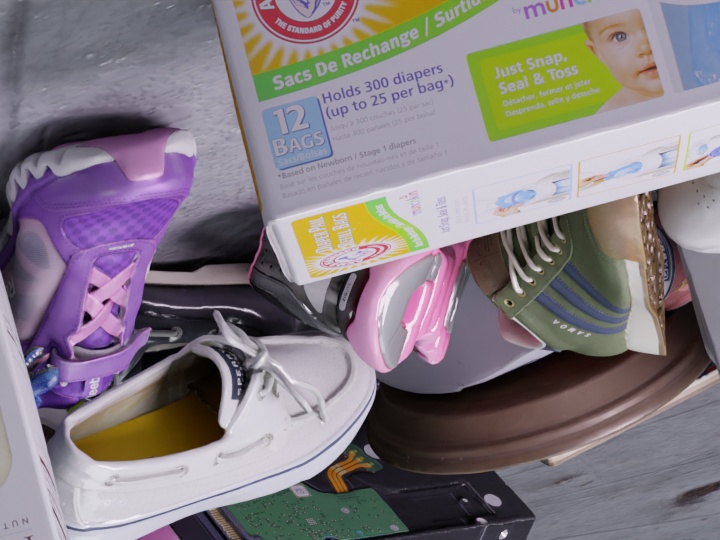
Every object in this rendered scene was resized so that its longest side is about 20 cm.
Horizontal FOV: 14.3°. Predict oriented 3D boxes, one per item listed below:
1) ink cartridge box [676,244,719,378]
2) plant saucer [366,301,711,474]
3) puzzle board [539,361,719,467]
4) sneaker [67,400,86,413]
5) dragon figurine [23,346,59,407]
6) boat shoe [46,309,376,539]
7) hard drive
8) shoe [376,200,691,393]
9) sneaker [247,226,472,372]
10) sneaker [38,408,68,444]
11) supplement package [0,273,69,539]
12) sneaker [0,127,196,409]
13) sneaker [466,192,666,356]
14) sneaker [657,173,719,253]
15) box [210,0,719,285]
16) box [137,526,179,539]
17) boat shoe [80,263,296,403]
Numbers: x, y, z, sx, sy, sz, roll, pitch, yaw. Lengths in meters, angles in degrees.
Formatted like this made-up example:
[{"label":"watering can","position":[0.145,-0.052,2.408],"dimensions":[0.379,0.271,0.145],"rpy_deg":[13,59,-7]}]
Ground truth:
[{"label":"ink cartridge box","position":[0.274,-0.022,1.419],"dimensions":[0.200,0.145,0.145],"rpy_deg":[-24,164,28]},{"label":"plant saucer","position":[0.094,0.049,1.544],"dimensions":[0.200,0.029,0.200],"rpy_deg":[-18,-160,7]},{"label":"puzzle board","position":[0.153,0.042,1.577],"dimensions":[0.200,0.017,0.151],"rpy_deg":[-25,-161,-17]},{"label":"sneaker","position":[-0.101,0.090,1.432],"dimensions":[0.200,0.081,0.074],"rpy_deg":[-38,149,-41]},{"label":"dragon figurine","position":[-0.226,0.045,1.225],"dimensions":[0.200,0.100,0.059],"rpy_deg":[-16,166,23]},{"label":"boat shoe","position":[-0.064,0.057,1.320],"dimensions":[0.202,0.075,0.086],"rpy_deg":[-19,148,-37]},{"label":"hard drive","position":[-0.021,0.114,1.544],"dimensions":[0.200,0.140,0.038],"rpy_deg":[-4,128,-41]},{"label":"shoe","position":[0.096,0.014,1.506],"dimensions":[0.200,0.072,0.091],"rpy_deg":[-19,175,36]},{"label":"sneaker","position":[0.000,0.000,1.393],"dimensions":[0.095,0.079,0.200],"rpy_deg":[17,-177,13]},{"label":"sneaker","position":[-0.216,0.076,1.379],"dimensions":[0.200,0.085,0.073],"rpy_deg":[-17,135,32]},{"label":"supplement package","position":[-0.202,0.052,1.085],"dimensions":[0.152,0.200,0.151],"rpy_deg":[-15,165,-6]},{"label":"sneaker","position":[-0.119,0.005,1.224],"dimensions":[0.080,0.089,0.200],"rpy_deg":[-6,161,-29]},{"label":"sneaker","position":[0.093,-0.006,1.326],"dimensions":[0.090,0.067,0.200],"rpy_deg":[-2,159,9]},{"label":"sneaker","position":[0.166,-0.068,1.230],"dimensions":[0.130,0.080,0.199],"rpy_deg":[-10,161,-43]},{"label":"box","position":[0.052,-0.080,1.041],"dimensions":[0.200,0.113,0.101],"rpy_deg":[-16,166,0]},{"label":"box","position":[-0.165,0.152,1.534],"dimensions":[0.097,0.176,0.200],"rpy_deg":[-22,163,23]},{"label":"boat shoe","position":[-0.117,0.037,1.384],"dimensions":[0.200,0.063,0.073],"rpy_deg":[-5,165,-30]}]
